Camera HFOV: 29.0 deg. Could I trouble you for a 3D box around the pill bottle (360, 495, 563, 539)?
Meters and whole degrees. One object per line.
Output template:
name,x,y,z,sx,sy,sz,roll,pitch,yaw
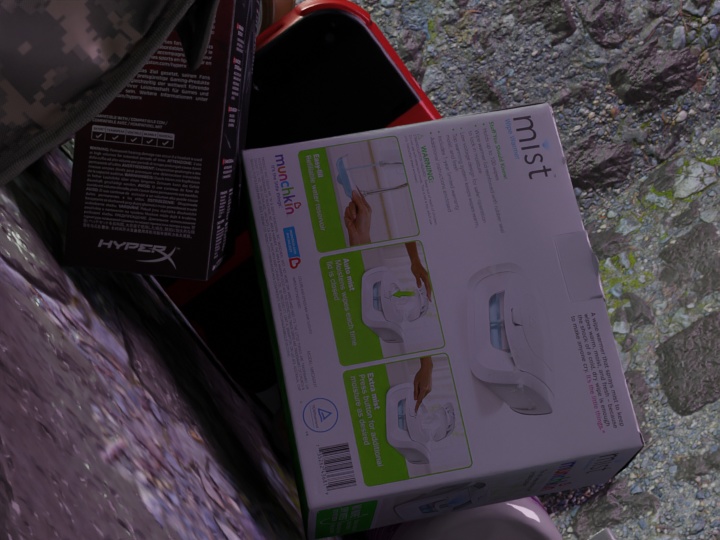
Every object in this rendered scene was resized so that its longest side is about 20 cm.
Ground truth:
pill bottle,0.053,0.153,0.895,0.112,0.112,0.200,53,3,-21

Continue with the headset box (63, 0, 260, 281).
headset box,-0.098,-0.103,0.733,0.149,0.077,0.200,-95,-170,-84

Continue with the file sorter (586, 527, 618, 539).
file sorter,0.116,0.241,0.647,0.200,0.139,0.125,50,7,-48

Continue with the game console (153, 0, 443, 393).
game console,-0.040,-0.047,0.843,0.177,0.200,0.031,53,4,-16

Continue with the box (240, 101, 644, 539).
box,0.038,0.026,0.756,0.097,0.176,0.200,99,-20,-69

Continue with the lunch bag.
lunch bag,-0.117,-0.123,0.541,0.118,0.200,0.164,52,3,-22

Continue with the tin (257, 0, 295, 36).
tin,-0.121,-0.146,0.903,0.112,0.200,0.042,37,33,2

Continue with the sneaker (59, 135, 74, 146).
sneaker,-0.170,-0.111,0.796,0.073,0.071,0.200,53,3,-20

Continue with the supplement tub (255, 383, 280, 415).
supplement tub,0.000,0.000,0.941,0.144,0.200,0.144,53,3,-4

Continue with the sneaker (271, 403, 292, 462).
sneaker,0.042,0.072,0.872,0.071,0.200,0.080,53,-7,47
